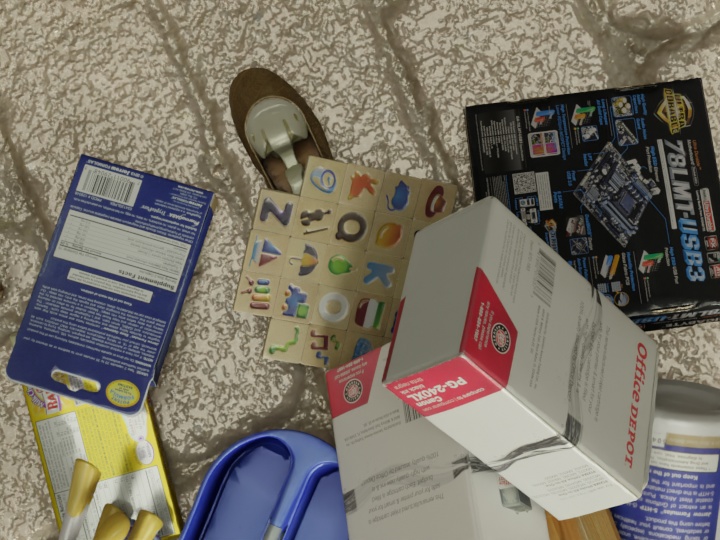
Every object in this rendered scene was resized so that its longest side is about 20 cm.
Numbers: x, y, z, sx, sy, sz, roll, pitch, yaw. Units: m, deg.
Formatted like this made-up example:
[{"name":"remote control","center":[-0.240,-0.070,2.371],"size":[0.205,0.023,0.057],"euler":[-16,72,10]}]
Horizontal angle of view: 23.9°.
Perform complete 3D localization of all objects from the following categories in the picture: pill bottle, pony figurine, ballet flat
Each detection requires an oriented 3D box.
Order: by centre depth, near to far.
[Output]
[{"name":"pony figurine","center":[-0.230,0.272,1.332],"size":[0.166,0.193,0.201],"euler":[21,67,15]},{"name":"pill bottle","center":[0.240,0.196,1.342],"size":[0.119,0.120,0.202],"euler":[6,101,4]},{"name":"ballet flat","center":[-0.054,-0.080,1.401],"size":[0.067,0.072,0.201],"euler":[-23,86,4]}]

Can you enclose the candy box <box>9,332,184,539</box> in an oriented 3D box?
[{"name":"candy box","center":[-0.220,0.138,1.428],"size":[0.102,0.026,0.201],"euler":[-15,87,6]}]

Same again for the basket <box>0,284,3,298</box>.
[{"name":"basket","center":[-0.416,-0.003,1.387],"size":[0.199,0.143,0.150],"euler":[-23,86,3]}]

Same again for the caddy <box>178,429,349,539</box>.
[{"name":"caddy","center":[-0.073,0.226,1.374],"size":[0.141,0.105,0.201],"euler":[22,90,5]}]

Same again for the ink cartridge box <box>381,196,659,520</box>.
[{"name":"ink cartridge box","center":[0.122,0.068,1.237],"size":[0.083,0.146,0.200],"euler":[-25,127,39]}]

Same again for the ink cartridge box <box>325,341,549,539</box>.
[{"name":"ink cartridge box","center":[0.059,0.156,1.304],"size":[0.145,0.084,0.201],"euler":[-27,62,44]}]

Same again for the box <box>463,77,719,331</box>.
[{"name":"box","center":[0.191,-0.047,1.370],"size":[0.197,0.050,0.201],"euler":[-7,70,3]}]

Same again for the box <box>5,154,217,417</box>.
[{"name":"box","center":[-0.206,0.014,1.407],"size":[0.120,0.032,0.201],"euler":[16,74,4]}]

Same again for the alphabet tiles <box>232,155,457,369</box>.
[{"name":"alphabet tiles","center":[0.000,0.000,1.377],"size":[0.199,0.006,0.168],"euler":[10,98,-22]}]

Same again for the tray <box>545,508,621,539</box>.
[{"name":"tray","center":[0.181,0.273,1.314],"size":[0.037,0.098,0.201],"euler":[-22,90,-36]}]
